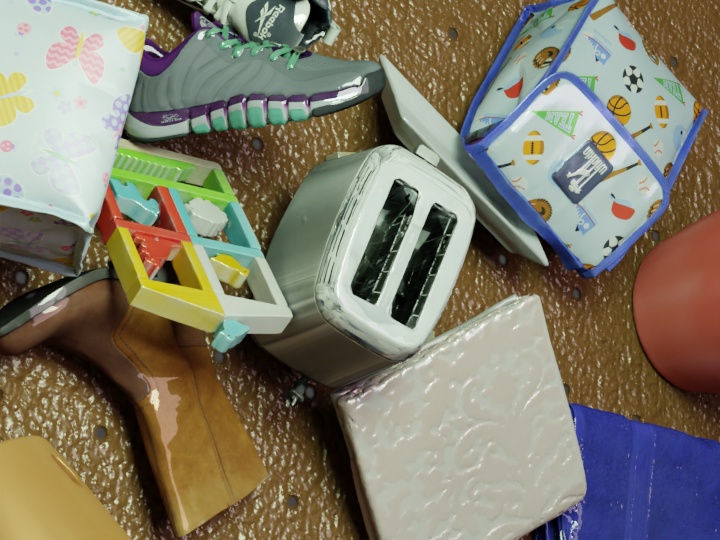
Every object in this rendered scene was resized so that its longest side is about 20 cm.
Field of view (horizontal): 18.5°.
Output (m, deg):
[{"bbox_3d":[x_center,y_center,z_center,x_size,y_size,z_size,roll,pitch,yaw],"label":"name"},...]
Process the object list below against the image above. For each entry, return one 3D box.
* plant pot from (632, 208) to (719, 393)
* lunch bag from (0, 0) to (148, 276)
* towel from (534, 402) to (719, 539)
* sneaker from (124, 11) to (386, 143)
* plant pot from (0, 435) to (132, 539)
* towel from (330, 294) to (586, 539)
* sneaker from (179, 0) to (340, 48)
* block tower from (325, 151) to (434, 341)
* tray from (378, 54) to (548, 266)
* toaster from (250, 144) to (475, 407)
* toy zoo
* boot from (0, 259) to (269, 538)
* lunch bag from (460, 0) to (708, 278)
[{"bbox_3d":[0.350,0.024,1.936,0.200,0.177,0.201,12,71,-37],"label":"plant pot"},{"bbox_3d":[-0.261,-0.109,1.491,0.199,0.127,0.170,15,68,-9],"label":"lunch bag"},{"bbox_3d":[0.229,0.201,1.879,0.200,0.049,0.148,15,76,-37],"label":"towel"},{"bbox_3d":[-0.084,-0.149,1.605,0.074,0.199,0.088,-57,138,-74],"label":"sneaker"},{"bbox_3d":[-0.233,0.199,1.407,0.200,0.200,0.140,-19,74,-41],"label":"plant pot"},{"bbox_3d":[0.079,0.139,1.722,0.200,0.032,0.192,-27,113,-26],"label":"towel"},{"bbox_3d":[-0.096,-0.211,1.650,0.199,0.080,0.130,21,21,-43],"label":"sneaker"},{"bbox_3d":[0.018,0.002,1.744,0.054,0.058,0.201,2,76,-40],"label":"block tower"},{"bbox_3d":[0.079,-0.084,1.803,0.200,0.022,0.107,43,16,-31],"label":"tray"},{"bbox_3d":[0.000,0.000,1.623,0.113,0.129,0.200,33,66,-19],"label":"toaster"},{"bbox_3d":[-0.126,-0.018,1.578,0.131,0.020,0.200,13,36,-37],"label":"toy zoo"},{"bbox_3d":[-0.165,0.095,1.568,0.188,0.068,0.201,-23,96,-54],"label":"boot"},{"bbox_3d":[0.186,-0.116,1.869,0.170,0.124,0.200,47,54,-20],"label":"lunch bag"}]
